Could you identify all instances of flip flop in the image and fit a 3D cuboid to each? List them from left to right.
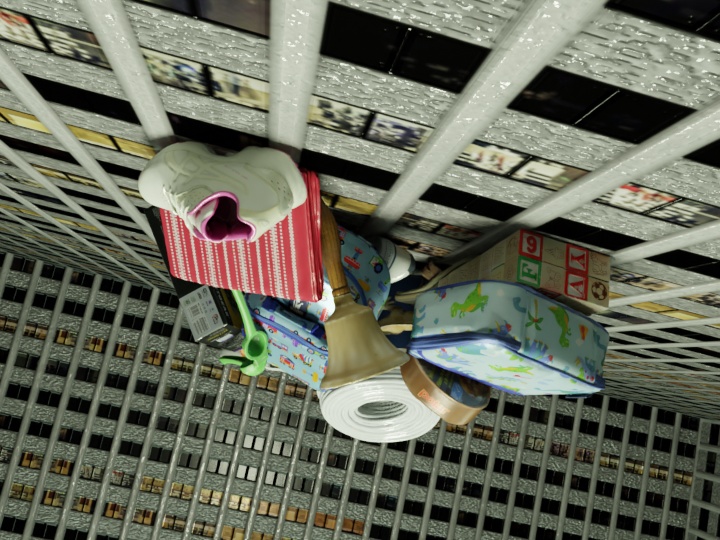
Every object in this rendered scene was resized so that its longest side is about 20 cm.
[{"bbox_3d":[0.118,0.011,0.926,0.080,0.058,0.200,12,156,-22],"label":"flip flop"}]

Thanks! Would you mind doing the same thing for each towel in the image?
[{"bbox_3d":[-0.129,-0.045,0.710,0.197,0.147,0.022,9,-154,24],"label":"towel"}]

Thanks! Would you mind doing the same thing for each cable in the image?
[{"bbox_3d":[0.031,0.192,1.020,0.197,0.070,0.201,13,140,-18],"label":"cable"}]

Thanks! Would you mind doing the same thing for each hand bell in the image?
[{"bbox_3d":[-0.024,0.016,0.730,0.103,0.203,0.104,-17,178,-1],"label":"hand bell"}]

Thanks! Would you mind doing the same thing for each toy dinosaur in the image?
[{"bbox_3d":[0.054,0.075,0.985,0.197,0.059,0.101,-7,-173,-18],"label":"toy dinosaur"}]

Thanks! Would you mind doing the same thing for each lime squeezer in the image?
[{"bbox_3d":[-0.141,0.089,0.836,0.037,0.071,0.201,-22,156,-26],"label":"lime squeezer"}]

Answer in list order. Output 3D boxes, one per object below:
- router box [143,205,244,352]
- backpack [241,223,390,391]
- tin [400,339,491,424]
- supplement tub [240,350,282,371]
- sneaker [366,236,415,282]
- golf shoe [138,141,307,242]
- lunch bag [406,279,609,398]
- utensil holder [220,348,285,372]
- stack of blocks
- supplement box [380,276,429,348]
[{"bbox_3d":[-0.219,0.010,0.951,0.052,0.202,0.157,-26,166,3],"label":"router box"},{"bbox_3d":[-0.058,0.032,0.840,0.181,0.135,0.201,30,144,8],"label":"backpack"},{"bbox_3d":[0.108,0.114,0.825,0.112,0.042,0.200,41,-156,0],"label":"tin"},{"bbox_3d":[-0.085,0.101,1.065,0.197,0.125,0.123,2,171,1],"label":"supplement tub"},{"bbox_3d":[0.000,0.000,0.941,0.070,0.074,0.199,26,165,-28],"label":"sneaker"},{"bbox_3d":[-0.149,-0.071,0.631,0.198,0.092,0.076,4,135,32],"label":"golf shoe"},{"bbox_3d":[0.159,0.080,0.733,0.198,0.084,0.160,23,160,-31],"label":"lunch bag"},{"bbox_3d":[-0.150,0.076,1.212,0.167,0.203,0.170,12,171,2],"label":"utensil holder"},{"bbox_3d":[0.180,0.026,0.781,0.114,0.059,0.200,15,159,-15],"label":"stack of blocks"},{"bbox_3d":[0.147,0.101,1.155,0.198,0.136,0.199,20,169,-36],"label":"supplement box"}]
